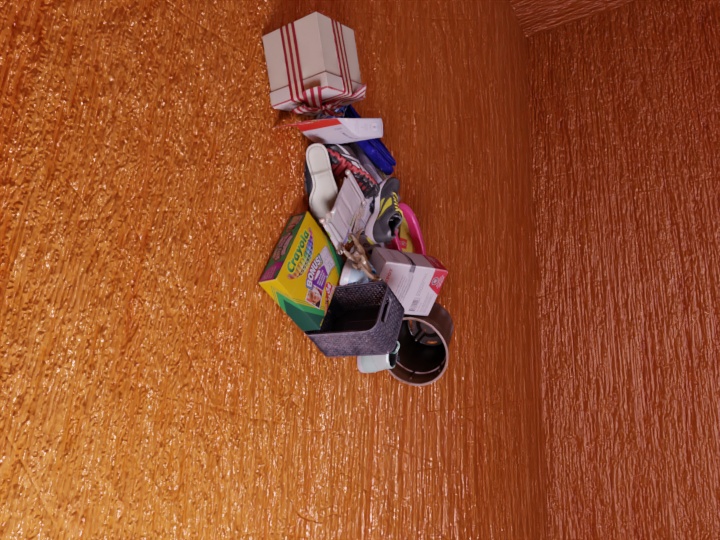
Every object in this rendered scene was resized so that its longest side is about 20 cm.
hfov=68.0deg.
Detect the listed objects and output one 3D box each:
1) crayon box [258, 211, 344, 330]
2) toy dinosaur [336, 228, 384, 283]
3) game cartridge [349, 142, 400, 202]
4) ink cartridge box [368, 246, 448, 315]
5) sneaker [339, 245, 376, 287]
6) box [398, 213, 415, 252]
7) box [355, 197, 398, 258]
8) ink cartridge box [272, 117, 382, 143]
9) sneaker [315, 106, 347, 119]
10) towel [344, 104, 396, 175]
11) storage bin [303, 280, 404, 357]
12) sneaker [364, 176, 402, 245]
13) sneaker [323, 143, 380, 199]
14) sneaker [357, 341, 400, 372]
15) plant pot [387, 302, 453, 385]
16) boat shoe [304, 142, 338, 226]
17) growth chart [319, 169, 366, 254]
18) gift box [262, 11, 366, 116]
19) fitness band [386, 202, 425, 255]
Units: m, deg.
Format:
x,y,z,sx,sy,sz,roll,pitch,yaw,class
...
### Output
x,y,z,sx,sy,sz,roll,pitch,yaw,class
-0.124,0.002,1.195,0.173,0.058,0.202,55,40,-38,crayon box
-0.007,-0.040,1.256,0.101,0.058,0.201,38,23,-43,toy dinosaur
0.044,-0.270,1.496,0.200,0.041,0.134,37,30,-50,game cartridge
0.107,0.031,1.400,0.198,0.084,0.146,8,117,-30,ink cartridge box
0.000,0.000,1.333,0.200,0.081,0.075,-72,178,-64,sneaker
0.118,-0.073,1.579,0.050,0.075,0.203,17,67,-21,box
0.027,-0.131,1.466,0.201,0.059,0.118,53,42,-39,box
-0.073,-0.312,1.205,0.198,0.159,0.048,-15,105,-38,ink cartridge box
-0.065,-0.424,1.360,0.075,0.076,0.203,7,84,-59,sneaker
0.021,-0.363,1.454,0.200,0.049,0.149,40,24,-43,towel
-0.013,0.113,1.217,0.094,0.198,0.136,54,42,-38,storage bin
0.080,-0.156,1.407,0.074,0.084,0.202,39,61,-48,sneaker
-0.027,-0.262,1.357,0.199,0.071,0.099,31,45,-23,sneaker
0.054,0.163,1.395,0.073,0.117,0.203,20,66,-53,sneaker
0.176,0.193,1.534,0.198,0.198,0.203,-38,116,-62,plant pot
-0.098,-0.209,1.275,0.066,0.074,0.202,-114,-170,-62,boat shoe
-0.035,-0.139,1.282,0.146,0.018,0.201,66,36,-44,growth chart
-0.097,-0.452,1.212,0.184,0.198,0.190,-13,96,-53,gift box
0.127,-0.090,1.502,0.143,0.037,0.203,-24,99,-50,fitness band
